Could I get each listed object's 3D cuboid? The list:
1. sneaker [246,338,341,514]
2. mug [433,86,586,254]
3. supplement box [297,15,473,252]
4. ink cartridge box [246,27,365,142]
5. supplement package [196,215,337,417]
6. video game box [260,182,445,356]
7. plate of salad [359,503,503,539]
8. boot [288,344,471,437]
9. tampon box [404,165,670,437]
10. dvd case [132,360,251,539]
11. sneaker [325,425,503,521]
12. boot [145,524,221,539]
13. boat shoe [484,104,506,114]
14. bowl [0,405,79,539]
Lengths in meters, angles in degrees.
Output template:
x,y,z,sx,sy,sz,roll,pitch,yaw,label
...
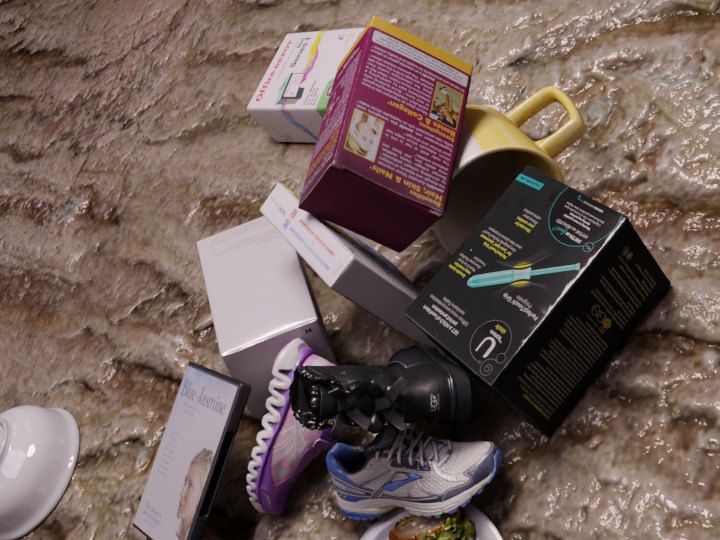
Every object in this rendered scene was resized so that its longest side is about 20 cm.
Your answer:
x,y,z,sx,sy,sz,roll,pitch,yaw,label
-0.064,0.180,1.071,0.087,0.080,0.203,17,104,12,sneaker
0.155,-0.115,1.115,0.184,0.151,0.154,-12,37,-3,mug
0.029,-0.143,1.043,0.103,0.130,0.202,-42,29,56,supplement box
-0.050,-0.266,1.418,0.199,0.084,0.146,9,65,43,ink cartridge box
-0.112,0.048,1.185,0.118,0.122,0.201,-20,44,-2,supplement package
0.000,0.000,1.091,0.047,0.199,0.182,-49,41,7,video game box
0.052,0.308,0.932,0.198,0.048,0.202,-21,48,26,plate of salad
0.008,0.118,0.984,0.198,0.160,0.074,-171,80,-76,boot
0.175,0.029,0.979,0.200,0.126,0.150,-50,42,-1,tampon box
-0.191,0.211,1.102,0.142,0.017,0.202,8,78,56,dvd case
0.044,0.193,0.972,0.198,0.086,0.077,-19,18,31,sneaker
-0.225,0.371,1.098,0.155,0.076,0.202,28,90,54,boot
0.091,-0.180,1.251,0.198,0.065,0.074,-11,53,34,boat shoe
-0.499,0.270,1.385,0.199,0.090,0.203,-21,49,26,bowl
